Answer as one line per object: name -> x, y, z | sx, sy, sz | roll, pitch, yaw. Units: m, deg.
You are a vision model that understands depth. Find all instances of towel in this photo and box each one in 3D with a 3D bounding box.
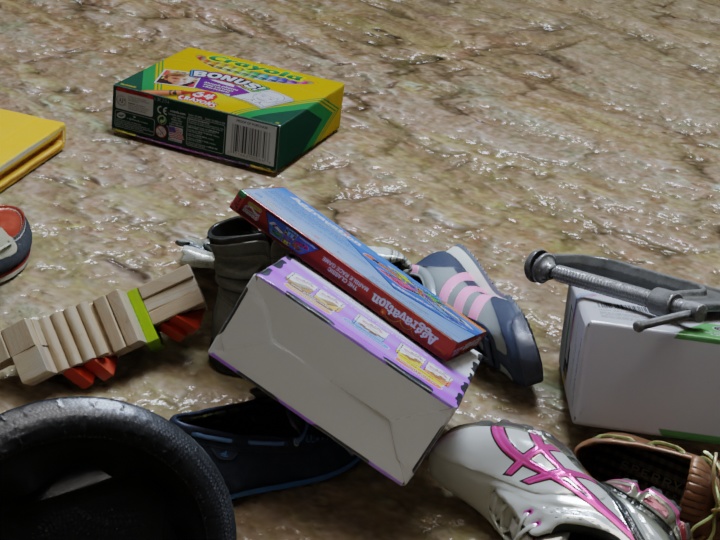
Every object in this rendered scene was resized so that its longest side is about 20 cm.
towel -> -0.062, -0.017, 1.533 | 0.198, 0.035, 0.193 | 3, 3, -5

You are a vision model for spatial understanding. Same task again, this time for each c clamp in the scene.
c clamp -> 0.206, 0.009, 1.377 | 0.170, 0.027, 0.199 | -2, 14, -38

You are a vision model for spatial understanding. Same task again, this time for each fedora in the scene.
fedora -> -0.180, 0.170, 1.085 | 0.199, 0.203, 0.092 | -3, -4, -19

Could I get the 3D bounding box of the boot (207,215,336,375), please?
boot -> -0.028, 0.021, 1.423 | 0.198, 0.132, 0.068 | 3, 26, -8

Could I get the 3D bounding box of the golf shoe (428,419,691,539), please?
golf shoe -> 0.127, 0.166, 1.226 | 0.199, 0.073, 0.092 | 21, 30, 28

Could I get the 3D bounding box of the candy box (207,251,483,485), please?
candy box -> -0.004, 0.062, 1.291 | 0.167, 0.072, 0.200 | 34, 12, 4

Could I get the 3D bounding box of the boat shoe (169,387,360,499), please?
boat shoe -> -0.058, 0.118, 1.282 | 0.084, 0.069, 0.199 | 24, 27, 36

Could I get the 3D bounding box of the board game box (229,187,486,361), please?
board game box -> 0.000, 0.000, 1.325 | 0.199, 0.020, 0.103 | 35, 13, 12

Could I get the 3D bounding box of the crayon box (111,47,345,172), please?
crayon box -> -0.141, -0.178, 1.902 | 0.198, 0.059, 0.173 | 15, 27, 18

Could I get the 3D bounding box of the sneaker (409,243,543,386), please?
sneaker -> 0.087, 0.049, 1.490 | 0.081, 0.071, 0.200 | -19, 29, -12

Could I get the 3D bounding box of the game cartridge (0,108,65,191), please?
game cartridge -> -0.424, -0.128, 1.766 | 0.198, 0.033, 0.176 | 11, 26, 16

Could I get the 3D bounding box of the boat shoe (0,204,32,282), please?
boat shoe -> -0.338, -0.021, 1.518 | 0.071, 0.063, 0.200 | 10, 24, 12

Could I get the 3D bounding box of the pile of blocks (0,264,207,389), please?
pile of blocks -> -0.205, 0.059, 1.405 | 0.199, 0.082, 0.063 | -19, 77, -26

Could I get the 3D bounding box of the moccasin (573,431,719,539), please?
moccasin -> 0.242, 0.161, 1.243 | 0.201, 0.074, 0.077 | 27, 7, 35

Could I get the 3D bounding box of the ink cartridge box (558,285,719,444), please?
ink cartridge box -> 0.237, 0.068, 1.396 | 0.143, 0.085, 0.200 | 8, 11, 2
